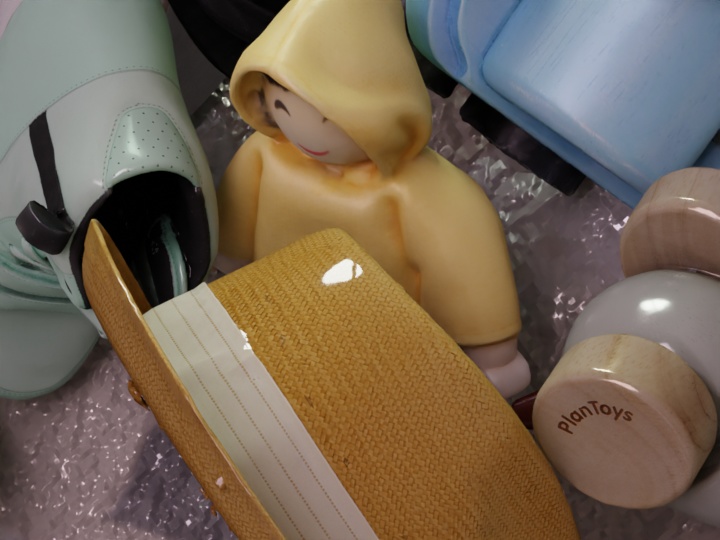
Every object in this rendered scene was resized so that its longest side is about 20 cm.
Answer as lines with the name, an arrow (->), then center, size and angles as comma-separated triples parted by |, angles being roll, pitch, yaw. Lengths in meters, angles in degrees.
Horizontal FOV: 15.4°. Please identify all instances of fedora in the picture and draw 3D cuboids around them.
fedora -> 0.002, 0.054, 0.752 | 0.082, 0.201, 0.201 | -34, 64, -2

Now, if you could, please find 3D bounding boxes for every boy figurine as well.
boy figurine -> 0.000, 0.000, 0.832 | 0.124, 0.200, 0.064 | 27, 47, 28

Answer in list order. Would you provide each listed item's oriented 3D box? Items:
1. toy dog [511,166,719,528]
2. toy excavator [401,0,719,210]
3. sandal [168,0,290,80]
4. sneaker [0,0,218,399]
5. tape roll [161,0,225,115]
toy dog -> 0.116, 0.072, 0.779 | 0.096, 0.132, 0.200 | -34, 84, 51
toy excavator -> 0.111, -0.047, 0.820 | 0.100, 0.194, 0.200 | -53, 34, 5
sandal -> -0.034, -0.109, 0.858 | 0.075, 0.200, 0.048 | -47, 49, -3
sneaker -> -0.099, 0.003, 0.879 | 0.201, 0.074, 0.118 | 108, 151, -45
tape roll -> -0.124, -0.105, 0.901 | 0.200, 0.200, 0.066 | -45, 59, 11
